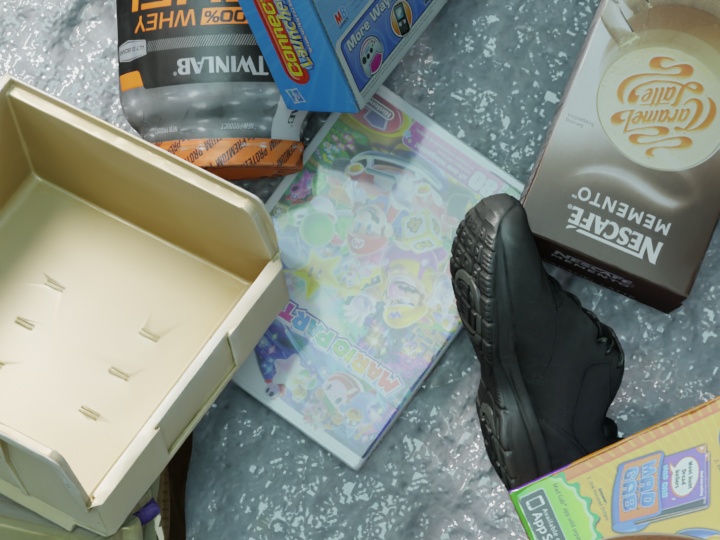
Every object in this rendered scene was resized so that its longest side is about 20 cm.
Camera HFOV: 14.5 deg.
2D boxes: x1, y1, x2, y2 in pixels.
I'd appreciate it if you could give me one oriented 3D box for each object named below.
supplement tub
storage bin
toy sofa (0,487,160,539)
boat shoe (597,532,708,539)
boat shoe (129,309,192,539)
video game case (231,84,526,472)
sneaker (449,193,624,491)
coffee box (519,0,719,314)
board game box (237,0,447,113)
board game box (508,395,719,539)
[{"bbox_3d":[-0.086,-0.157,1.695,0.122,0.123,0.201,-4,87,5],"label":"supplement tub"},{"bbox_3d":[-0.175,0.022,1.623,0.198,0.094,0.200,26,63,22],"label":"storage bin"},{"bbox_3d":[-0.214,0.167,1.655,0.199,0.098,0.083,9,118,26],"label":"toy sofa"},{"bbox_3d":[0.196,0.177,1.433,0.199,0.072,0.076,13,82,8],"label":"boat shoe"},{"bbox_3d":[-0.142,0.123,1.686,0.072,0.072,0.201,1,89,10],"label":"boat shoe"},{"bbox_3d":[0.000,0.000,1.717,0.143,0.018,0.200,35,86,10],"label":"video game case"},{"bbox_3d":[0.106,0.038,1.640,0.091,0.200,0.076,-16,34,-7],"label":"sneaker"},{"bbox_3d":[0.174,-0.090,1.673,0.114,0.080,0.201,22,83,0],"label":"coffee box"},{"bbox_3d":[-0.008,-0.228,1.633,0.056,0.196,0.200,4,43,37],"label":"board game box"},{"bbox_3d":[0.216,0.181,1.569,0.199,0.200,0.200,-24,78,2],"label":"board game box"}]
